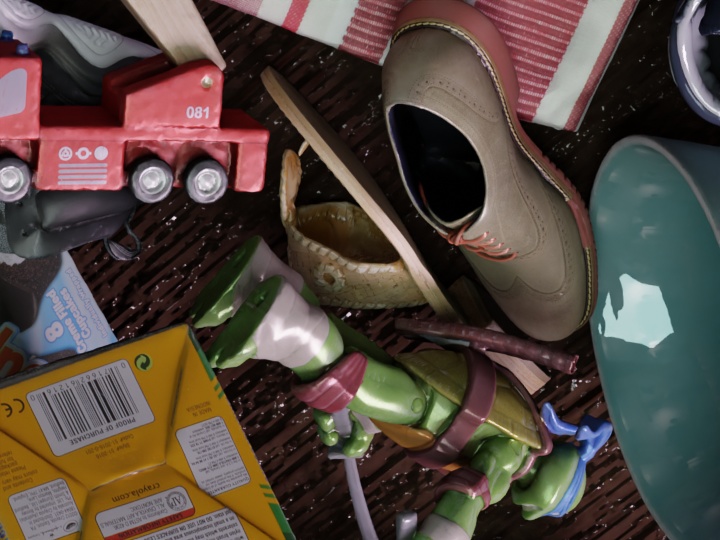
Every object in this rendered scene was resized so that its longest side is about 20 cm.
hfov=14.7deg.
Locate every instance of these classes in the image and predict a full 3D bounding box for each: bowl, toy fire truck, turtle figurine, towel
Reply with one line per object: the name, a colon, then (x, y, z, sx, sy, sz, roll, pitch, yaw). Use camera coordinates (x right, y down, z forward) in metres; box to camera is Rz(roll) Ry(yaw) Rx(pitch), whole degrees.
bowl: (0.188, 0.028, 1.292, 0.105, 0.201, 0.201, -10, 116, -14)
toy fire truck: (-0.087, -0.103, 1.230, 0.200, 0.049, 0.141, 0, 105, -21)
turtle figurine: (-0.005, 0.089, 1.290, 0.194, 0.144, 0.200, 39, 129, -19)
towel: (0.036, -0.159, 1.287, 0.200, 0.023, 0.144, 21, 112, -10)

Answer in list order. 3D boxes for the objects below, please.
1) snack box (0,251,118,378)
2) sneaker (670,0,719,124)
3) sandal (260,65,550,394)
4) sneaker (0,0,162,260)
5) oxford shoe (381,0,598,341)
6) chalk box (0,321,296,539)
snack box: (-0.195, 0.012, 1.329, 0.116, 0.037, 0.200, -40, 117, -27)
sneaker: (0.181, -0.158, 1.216, 0.070, 0.109, 0.200, 13, 106, 3)
sandal: (0.001, 0.002, 1.331, 0.070, 0.078, 0.212, -40, 113, 8)
sneaker: (-0.169, -0.069, 1.271, 0.200, 0.075, 0.114, 19, 92, -27)
oxford shoe: (0.053, -0.030, 1.300, 0.070, 0.075, 0.200, -6, 132, 31)
chalk box: (-0.132, 0.132, 1.260, 0.125, 0.124, 0.200, -18, 161, -28)
